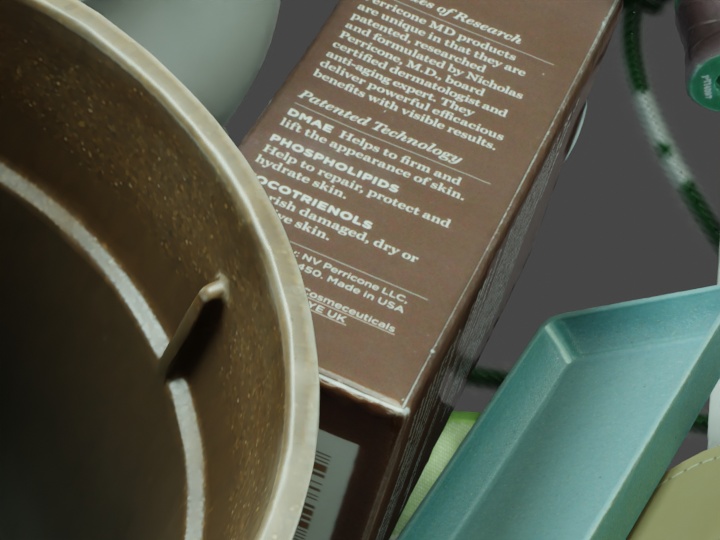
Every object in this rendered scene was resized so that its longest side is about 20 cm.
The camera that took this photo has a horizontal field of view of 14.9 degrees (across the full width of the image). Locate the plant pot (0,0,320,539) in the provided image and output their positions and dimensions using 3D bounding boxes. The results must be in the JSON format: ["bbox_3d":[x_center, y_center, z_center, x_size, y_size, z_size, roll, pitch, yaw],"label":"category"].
[{"bbox_3d":[-0.130,0.064,0.579,0.199,0.199,0.201,10,53,-13],"label":"plant pot"}]

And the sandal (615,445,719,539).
[{"bbox_3d":[0.052,0.138,0.655,0.070,0.077,0.212,51,56,-16],"label":"sandal"}]

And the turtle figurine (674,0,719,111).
[{"bbox_3d":[0.091,-0.149,0.811,0.149,0.101,0.201,30,40,-37],"label":"turtle figurine"}]

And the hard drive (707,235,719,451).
[{"bbox_3d":[0.173,-0.025,0.757,0.027,0.200,0.132,30,47,-23],"label":"hard drive"}]

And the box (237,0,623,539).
[{"bbox_3d":[0.000,0.000,0.712,0.075,0.100,0.200,24,38,7],"label":"box"}]

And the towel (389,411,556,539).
[{"bbox_3d":[0.008,0.116,0.701,0.148,0.031,0.201,7,53,-15],"label":"towel"}]

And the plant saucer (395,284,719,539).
[{"bbox_3d":[0.035,0.074,0.694,0.019,0.070,0.200,57,46,-23],"label":"plant saucer"}]

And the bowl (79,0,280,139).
[{"bbox_3d":[-0.096,-0.046,0.716,0.091,0.200,0.201,59,45,-27],"label":"bowl"}]
